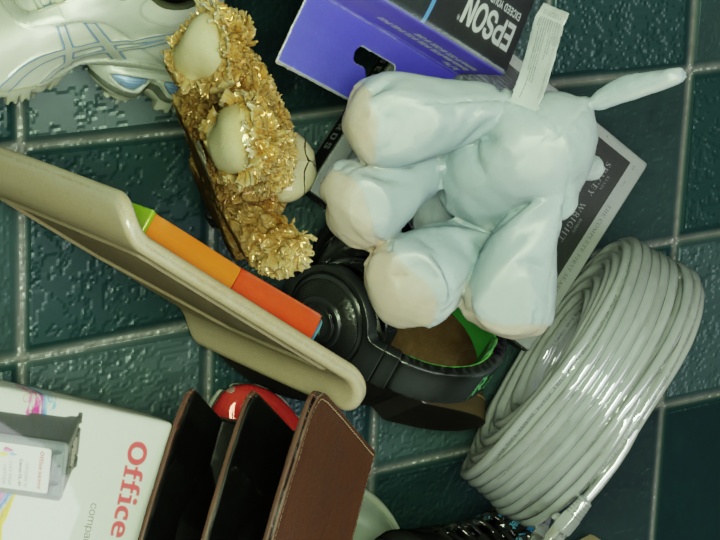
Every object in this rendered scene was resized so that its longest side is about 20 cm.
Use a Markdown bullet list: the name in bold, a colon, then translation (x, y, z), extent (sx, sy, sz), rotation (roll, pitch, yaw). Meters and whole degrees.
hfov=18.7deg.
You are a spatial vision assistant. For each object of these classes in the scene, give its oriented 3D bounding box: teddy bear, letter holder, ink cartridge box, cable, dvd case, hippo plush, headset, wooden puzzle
- **teddy bear**: translation (-0.058, -0.072, 1.169), extent (0.067, 0.145, 0.200), rotation (-23, 148, -6)
- **letter holder**: translation (-0.076, 0.166, 1.197), extent (0.142, 0.101, 0.200), rotation (58, 45, -67)
- **ink cartridge box**: translation (0.047, -0.182, 1.262), extent (0.198, 0.043, 0.200), rotation (19, 94, -61)
- **ink cartridge box**: translation (-0.221, 0.130, 1.208), extent (0.200, 0.086, 0.148), rotation (14, 86, -27)
- **cable**: translation (0.141, 0.071, 1.402), extent (0.069, 0.200, 0.200), rotation (34, 99, -5)
- **dvd case**: translation (0.074, -0.061, 1.391), extent (0.200, 0.025, 0.150), rotation (35, 84, -27)
- **hippo plush**: translation (0.064, -0.066, 1.260), extent (0.159, 0.161, 0.200), rotation (26, 100, -3)
- **headset**: translation (0.000, 0.000, 1.301), extent (0.200, 0.124, 0.094), rotation (28, 122, 0)
- **wooden puzzle**: translation (-0.105, -0.003, 1.207), extent (0.200, 0.185, 0.037), rotation (39, 78, -36)

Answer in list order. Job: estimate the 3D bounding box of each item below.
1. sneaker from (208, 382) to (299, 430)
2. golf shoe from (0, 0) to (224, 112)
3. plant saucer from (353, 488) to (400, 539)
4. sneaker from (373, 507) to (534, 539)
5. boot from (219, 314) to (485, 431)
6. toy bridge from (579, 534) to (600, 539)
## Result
- **sneaker**: translation (-0.043, 0.162, 1.333), extent (0.077, 0.085, 0.200), rotation (-13, 83, -17)
- **golf shoe**: translation (-0.161, -0.144, 1.171), extent (0.200, 0.078, 0.097), rotation (-4, 138, -41)
- **plant saucer**: translation (-0.040, 0.232, 1.416), extent (0.200, 0.050, 0.200), rotation (-12, 112, -31)
- **sneaker**: translation (0.065, 0.183, 1.415), extent (0.082, 0.073, 0.200), rotation (-44, 162, 6)
- **boot**: translation (-0.005, 0.045, 1.379), extent (0.200, 0.074, 0.076), rotation (17, 68, -34)
- **toy bridge**: translation (0.145, 0.212, 1.549), extent (0.067, 0.027, 0.200), rotation (-24, 118, -23)
